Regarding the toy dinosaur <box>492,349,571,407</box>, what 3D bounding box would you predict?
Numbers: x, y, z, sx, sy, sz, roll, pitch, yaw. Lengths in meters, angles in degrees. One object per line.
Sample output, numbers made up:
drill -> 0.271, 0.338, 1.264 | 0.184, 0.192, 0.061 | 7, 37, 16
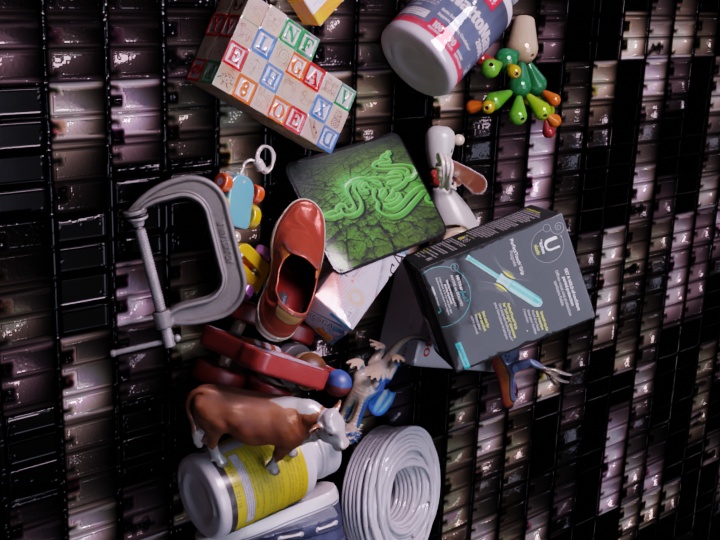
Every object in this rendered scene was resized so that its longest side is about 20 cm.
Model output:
toy dinosaur -> 0.206, 0.113, 1.554 | 0.199, 0.105, 0.182 | 12, 107, -10

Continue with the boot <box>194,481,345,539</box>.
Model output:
boot -> -0.114, 0.356, 1.404 | 0.199, 0.073, 0.091 | -15, 102, -16

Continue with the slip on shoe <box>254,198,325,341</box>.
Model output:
slip on shoe -> -0.074, -0.008, 1.264 | 0.074, 0.061, 0.201 | 30, 49, -20

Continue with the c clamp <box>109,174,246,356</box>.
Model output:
c clamp -> -0.220, -0.006, 1.226 | 0.170, 0.027, 0.201 | -8, 102, -6

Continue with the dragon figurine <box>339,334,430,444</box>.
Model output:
dragon figurine -> 0.017, 0.153, 1.416 | 0.200, 0.059, 0.100 | -40, 151, -50

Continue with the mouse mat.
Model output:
mouse mat -> 0.010, -0.092, 1.391 | 0.199, 0.008, 0.162 | -21, 80, -36

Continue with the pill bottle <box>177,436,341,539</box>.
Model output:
pill bottle -> -0.126, 0.258, 1.370 | 0.199, 0.111, 0.112 | -19, 115, -36

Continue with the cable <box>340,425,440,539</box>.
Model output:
cable -> 0.047, 0.326, 1.549 | 0.200, 0.069, 0.200 | -59, 136, -34

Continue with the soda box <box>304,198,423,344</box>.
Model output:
soda box -> 0.000, 0.000, 1.386 | 0.068, 0.064, 0.200 | 42, 55, -7

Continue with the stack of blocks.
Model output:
stack of blocks -> -0.098, -0.236, 1.277 | 0.200, 0.058, 0.116 | 27, 85, -43

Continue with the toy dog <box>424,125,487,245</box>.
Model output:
toy dog -> 0.146, -0.100, 1.501 | 0.096, 0.132, 0.201 | -7, 120, -9

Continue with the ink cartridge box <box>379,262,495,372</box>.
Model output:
ink cartridge box -> 0.135, 0.066, 1.558 | 0.199, 0.086, 0.147 | 9, 97, -41

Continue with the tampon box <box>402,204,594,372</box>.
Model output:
tampon box -> 0.180, 0.020, 1.404 | 0.199, 0.126, 0.151 | -21, 102, -6

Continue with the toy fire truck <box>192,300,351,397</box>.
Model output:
toy fire truck -> -0.099, 0.116, 1.311 | 0.200, 0.168, 0.113 | 25, 87, -43

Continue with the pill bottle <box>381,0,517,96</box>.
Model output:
pill bottle -> 0.131, -0.340, 1.407 | 0.200, 0.119, 0.120 | -50, 130, -19

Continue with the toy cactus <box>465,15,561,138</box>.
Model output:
toy cactus -> 0.229, -0.286, 1.545 | 0.199, 0.102, 0.166 | 17, 73, -41

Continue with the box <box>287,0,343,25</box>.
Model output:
box -> -0.072, -0.408, 1.261 | 0.119, 0.041, 0.200 | -50, 128, -18

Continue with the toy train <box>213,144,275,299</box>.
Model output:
toy train -> -0.130, -0.048, 1.316 | 0.150, 0.055, 0.201 | -42, 123, -43

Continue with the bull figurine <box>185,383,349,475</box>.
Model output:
bull figurine -> -0.113, 0.188, 1.272 | 0.065, 0.199, 0.122 | -79, -174, -51
